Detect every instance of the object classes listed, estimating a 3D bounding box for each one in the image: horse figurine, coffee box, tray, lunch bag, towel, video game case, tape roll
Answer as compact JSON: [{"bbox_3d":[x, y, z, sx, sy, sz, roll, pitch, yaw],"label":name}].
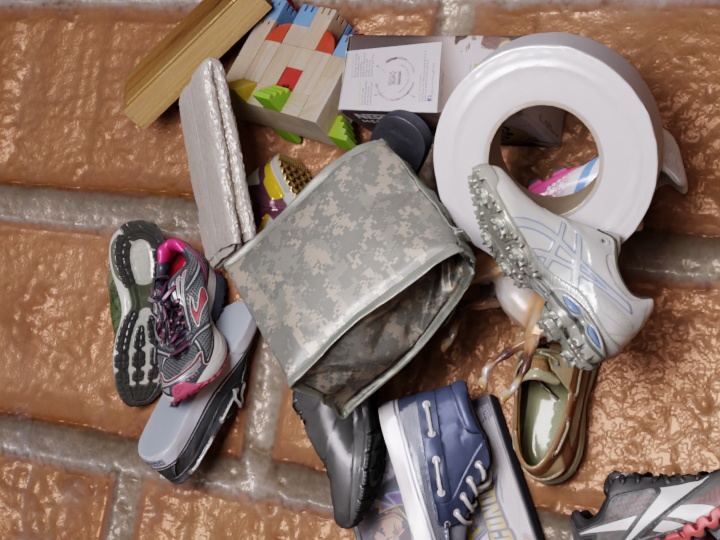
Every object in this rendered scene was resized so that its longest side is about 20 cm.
[{"bbox_3d":[0.131,0.036,1.224,0.132,0.050,0.200,-44,48,-5],"label":"horse figurine"},{"bbox_3d":[0.091,-0.176,1.321,0.197,0.113,0.081,5,82,27],"label":"coffee box"},{"bbox_3d":[-0.184,-0.252,1.495,0.199,0.037,0.099,-40,29,14],"label":"tray"},{"bbox_3d":[0.000,0.000,1.217,0.200,0.117,0.165,-42,51,10],"label":"lunch bag"},{"bbox_3d":[-0.149,-0.108,1.400,0.034,0.132,0.203,-8,83,-21],"label":"towel"},{"bbox_3d":[0.080,0.246,1.289,0.179,0.025,0.203,-26,69,21],"label":"video game case"},{"bbox_3d":[0.165,-0.104,1.192,0.199,0.071,0.206,5,110,15],"label":"tape roll"}]

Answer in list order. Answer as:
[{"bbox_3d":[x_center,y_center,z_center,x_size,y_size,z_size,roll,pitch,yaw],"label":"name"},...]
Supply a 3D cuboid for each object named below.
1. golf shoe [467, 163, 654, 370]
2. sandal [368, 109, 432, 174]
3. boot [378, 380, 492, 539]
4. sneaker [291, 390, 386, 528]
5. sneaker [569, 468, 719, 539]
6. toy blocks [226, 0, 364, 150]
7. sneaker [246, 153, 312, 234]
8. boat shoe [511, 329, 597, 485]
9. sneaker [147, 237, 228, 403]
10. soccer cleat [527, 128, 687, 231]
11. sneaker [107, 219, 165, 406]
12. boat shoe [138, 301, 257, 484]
[{"bbox_3d":[0.171,-0.017,1.155,0.097,0.078,0.201,-33,87,-11],"label":"golf shoe"},{"bbox_3d":[0.014,-0.065,1.321,0.075,0.043,0.202,25,128,16],"label":"sandal"},{"bbox_3d":[0.086,0.206,1.242,0.089,0.073,0.203,-19,79,7],"label":"boot"},{"bbox_3d":[-0.022,0.145,1.295,0.089,0.076,0.204,-1,82,14],"label":"sneaker"},{"bbox_3d":[0.266,0.205,1.175,0.199,0.071,0.099,-34,68,19],"label":"sneaker"},{"bbox_3d":[-0.057,-0.217,1.427,0.198,0.100,0.138,20,76,38],"label":"toy blocks"},{"bbox_3d":[-0.072,-0.018,1.403,0.090,0.075,0.202,-34,60,26],"label":"sneaker"},{"bbox_3d":[0.177,0.094,1.242,0.075,0.074,0.203,-2,79,26],"label":"boat shoe"},{"bbox_3d":[-0.188,0.053,1.393,0.080,0.075,0.202,-27,39,15],"label":"sneaker"},{"bbox_3d":[0.212,-0.058,1.258,0.199,0.070,0.087,-34,67,17],"label":"soccer cleat"},{"bbox_3d":[-0.248,0.048,1.489,0.088,0.076,0.204,176,95,-65],"label":"sneaker"},{"bbox_3d":[-0.155,0.128,1.410,0.073,0.068,0.201,2,56,39],"label":"boat shoe"}]
